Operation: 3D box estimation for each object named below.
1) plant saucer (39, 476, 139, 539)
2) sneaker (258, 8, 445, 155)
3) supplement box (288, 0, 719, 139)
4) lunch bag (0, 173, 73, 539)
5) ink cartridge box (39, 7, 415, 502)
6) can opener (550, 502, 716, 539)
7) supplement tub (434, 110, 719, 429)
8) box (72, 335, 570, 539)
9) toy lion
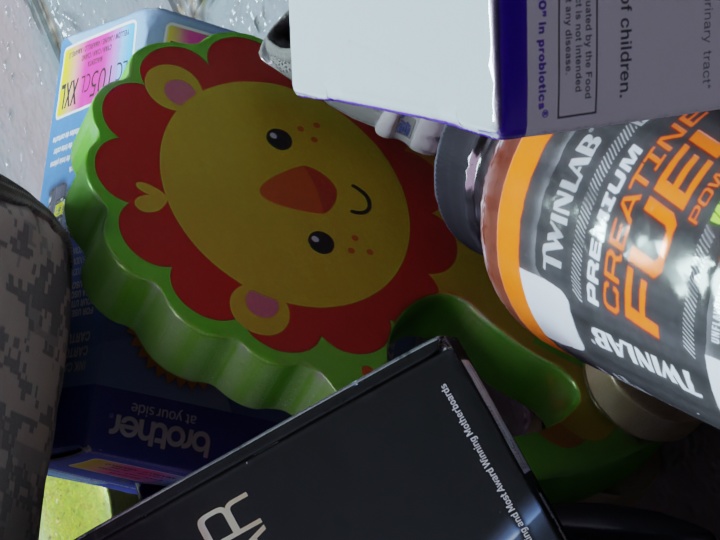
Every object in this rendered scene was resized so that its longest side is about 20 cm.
[{"bbox_3d":[-0.101,0.074,1.110,0.200,0.048,0.200,-5,-95,-79],"label":"plant saucer"},{"bbox_3d":[0.008,-0.119,0.850,0.075,0.082,0.200,-70,-5,-45],"label":"sneaker"},{"bbox_3d":[0.088,-0.102,0.749,0.101,0.200,0.103,17,113,55],"label":"supplement box"},{"bbox_3d":[-0.170,0.056,0.864,0.168,0.139,0.200,104,172,-77],"label":"lunch bag"},{"bbox_3d":[-0.052,0.018,0.999,0.076,0.136,0.200,-10,69,58],"label":"ink cartridge box"},{"bbox_3d":[0.022,0.115,0.889,0.200,0.063,0.079,0,88,13],"label":"can opener"},{"bbox_3d":[0.110,-0.009,0.819,0.200,0.107,0.107,26,119,49],"label":"supplement tub"},{"bbox_3d":[0.007,0.144,0.830,0.200,0.160,0.044,62,-175,5],"label":"box"},{"bbox_3d":[0.000,0.000,0.916,0.200,0.192,0.069,62,143,26],"label":"toy lion"}]
